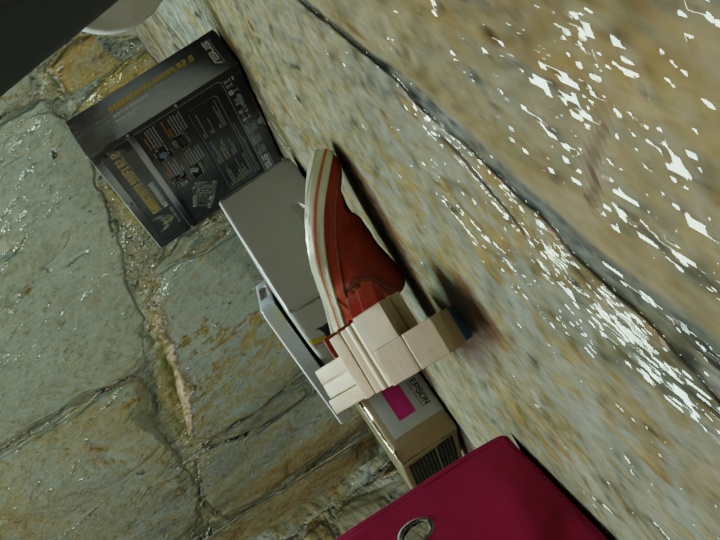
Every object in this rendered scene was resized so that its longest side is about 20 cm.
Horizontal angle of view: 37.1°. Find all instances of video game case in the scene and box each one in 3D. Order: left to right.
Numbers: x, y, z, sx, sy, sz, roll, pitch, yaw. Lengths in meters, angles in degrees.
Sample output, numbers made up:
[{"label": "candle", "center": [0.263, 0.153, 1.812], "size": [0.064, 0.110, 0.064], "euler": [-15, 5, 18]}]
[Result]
[{"label": "video game case", "center": [-0.064, 0.082, 1.154], "size": [0.143, 0.018, 0.200], "euler": [55, 178, -9]}]

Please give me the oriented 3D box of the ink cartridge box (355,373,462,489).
[{"label": "ink cartridge box", "center": [0.030, 0.137, 1.199], "size": [0.200, 0.075, 0.165], "euler": [55, 173, 22]}]

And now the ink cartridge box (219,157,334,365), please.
[{"label": "ink cartridge box", "center": [-0.048, 0.004, 1.064], "size": [0.148, 0.086, 0.200], "euler": [55, 177, 25]}]

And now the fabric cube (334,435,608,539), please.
[{"label": "fabric cube", "center": [0.096, 0.269, 0.711], "size": [0.200, 0.196, 0.199], "euler": [59, 175, -21]}]

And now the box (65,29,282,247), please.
[{"label": "box", "center": [-0.169, -0.120, 1.033], "size": [0.048, 0.158, 0.200], "euler": [55, 175, 24]}]

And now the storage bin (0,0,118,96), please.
[{"label": "storage bin", "center": [-0.143, -0.167, 0.404], "size": [0.134, 0.200, 0.146], "euler": [42, 168, 27]}]

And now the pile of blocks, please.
[{"label": "pile of blocks", "center": [0.020, 0.037, 0.686], "size": [0.062, 0.082, 0.200], "euler": [59, 161, 4]}]

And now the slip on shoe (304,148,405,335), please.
[{"label": "slip on shoe", "center": [0.000, 0.000, 0.770], "size": [0.074, 0.061, 0.200], "euler": [-86, -16, -57]}]

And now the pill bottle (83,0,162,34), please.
[{"label": "pill bottle", "center": [-0.247, -0.294, 0.952], "size": [0.200, 0.112, 0.112], "euler": [50, 172, 48]}]
